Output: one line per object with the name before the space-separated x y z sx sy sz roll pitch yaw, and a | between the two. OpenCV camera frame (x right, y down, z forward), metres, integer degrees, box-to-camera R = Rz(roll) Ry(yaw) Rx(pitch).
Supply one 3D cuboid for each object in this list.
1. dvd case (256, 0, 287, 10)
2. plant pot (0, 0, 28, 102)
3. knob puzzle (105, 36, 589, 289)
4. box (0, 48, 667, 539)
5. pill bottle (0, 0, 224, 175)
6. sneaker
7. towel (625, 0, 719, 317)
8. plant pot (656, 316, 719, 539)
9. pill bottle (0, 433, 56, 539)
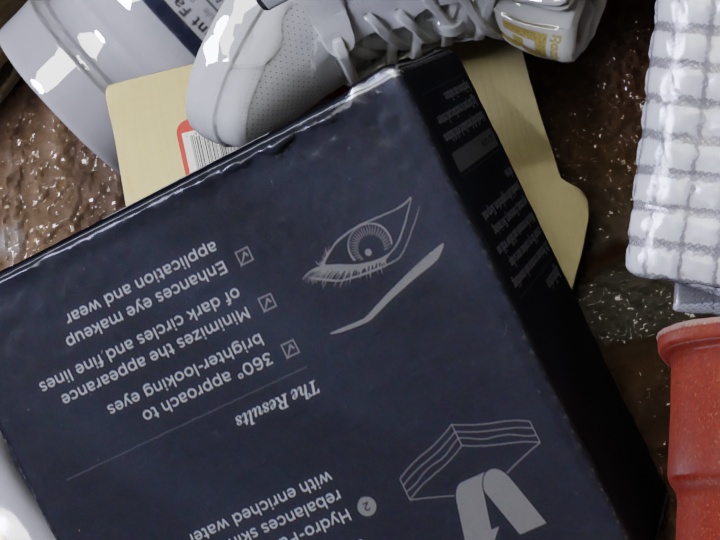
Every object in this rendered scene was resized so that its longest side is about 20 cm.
dvd case | 0.049 -0.180 0.799 0.199 0.018 0.143 -25 32 21
plant pot | -0.254 -0.157 1.038 0.183 0.200 0.201 43 92 22
knob puzzle | 0.000 0.000 0.901 0.218 0.030 0.221 -1 82 4
box | -0.016 0.050 0.810 0.196 0.117 0.201 -25 93 15
pill bottle | -0.059 -0.139 0.959 0.200 0.116 0.116 -42 57 6
sneaker | 0.029 -0.107 0.854 0.115 0.074 0.200 39 85 22
towel | 0.194 -0.057 0.700 0.199 0.085 0.167 7 94 24
plant pot | 0.182 0.131 0.692 0.200 0.201 0.196 4 80 28
pill bottle | -0.183 0.168 0.886 0.200 0.116 0.116 -43 57 5
